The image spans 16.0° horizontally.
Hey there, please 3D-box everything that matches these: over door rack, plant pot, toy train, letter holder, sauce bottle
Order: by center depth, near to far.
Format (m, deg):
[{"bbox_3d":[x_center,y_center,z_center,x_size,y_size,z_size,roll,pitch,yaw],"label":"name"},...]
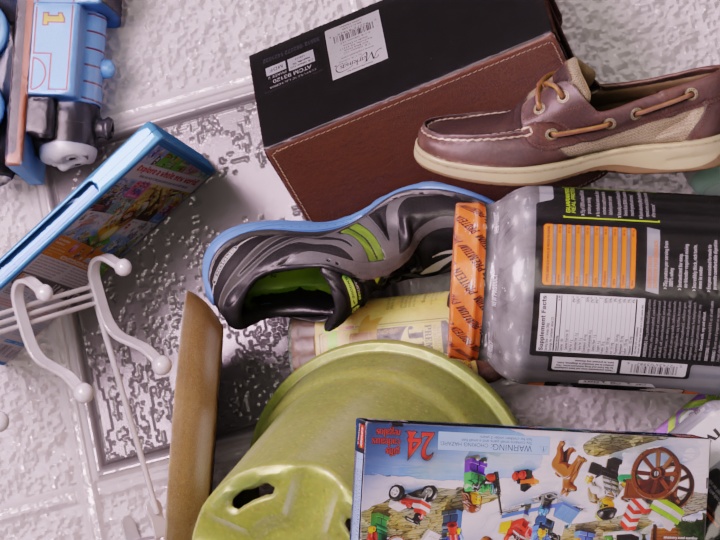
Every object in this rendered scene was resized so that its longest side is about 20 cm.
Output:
[{"bbox_3d":[-0.010,0.158,1.551,0.200,0.184,0.201,4,101,19],"label":"plant pot"},{"bbox_3d":[-0.105,0.114,1.615,0.027,0.200,0.201,5,80,-2],"label":"plant pot"},{"bbox_3d":[-0.189,0.102,1.624,0.067,0.148,0.201,3,105,45],"label":"over door rack"},{"bbox_3d":[0.054,0.044,1.651,0.199,0.065,0.065,-7,78,13],"label":"sauce bottle"},{"bbox_3d":[0.049,-0.100,1.672,0.200,0.142,0.101,-22,43,10],"label":"letter holder"},{"bbox_3d":[-0.222,-0.155,1.752,0.114,0.087,0.201,1,79,9],"label":"toy train"}]

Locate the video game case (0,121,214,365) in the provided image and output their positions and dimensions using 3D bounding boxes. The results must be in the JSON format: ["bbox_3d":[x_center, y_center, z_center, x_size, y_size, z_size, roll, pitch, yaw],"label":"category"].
[{"bbox_3d":[-0.190,-0.015,1.683,0.200,0.143,0.018,-42,78,3],"label":"video game case"}]

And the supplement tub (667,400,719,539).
[{"bbox_3d":[0.177,0.182,1.534,0.200,0.123,0.123,-39,73,3],"label":"supplement tub"}]

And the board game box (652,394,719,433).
[{"bbox_3d":[0.203,0.163,1.608,0.200,0.032,0.120,-40,75,4],"label":"board game box"}]

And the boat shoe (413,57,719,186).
[{"bbox_3d":[0.131,-0.098,1.576,0.199,0.072,0.072,-2,113,8],"label":"boat shoe"}]

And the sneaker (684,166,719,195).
[{"bbox_3d":[0.294,-0.017,1.593,0.200,0.074,0.119,9,75,13],"label":"sneaker"}]

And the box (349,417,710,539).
[{"bbox_3d":[0.094,0.156,1.438,0.199,0.038,0.137,3,89,-9],"label":"box"}]

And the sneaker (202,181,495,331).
[{"bbox_3d":[0.000,0.000,1.632,0.199,0.071,0.083,-12,43,-2],"label":"sneaker"}]

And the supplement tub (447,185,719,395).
[{"bbox_3d":[0.154,0.012,1.553,0.199,0.123,0.123,4,80,2],"label":"supplement tub"}]
